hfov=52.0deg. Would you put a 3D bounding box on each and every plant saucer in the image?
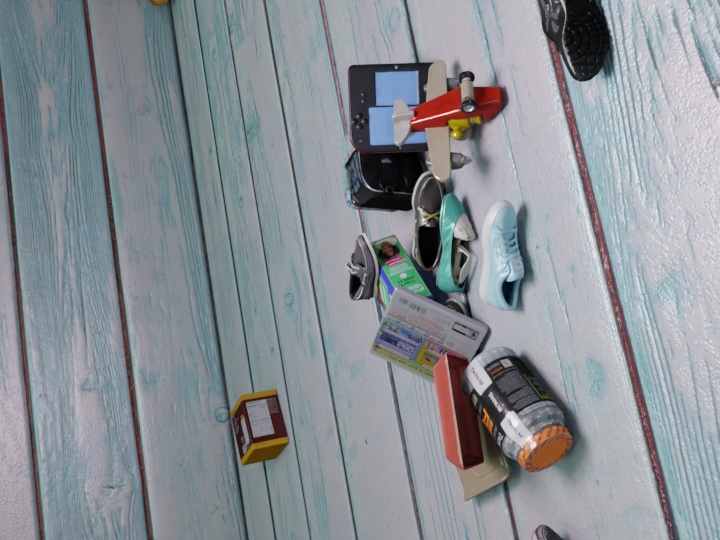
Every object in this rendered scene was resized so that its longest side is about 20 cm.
[{"bbox_3d":[0.179,0.259,1.357,0.199,0.036,0.203,27,-126,-68],"label":"plant saucer"}]

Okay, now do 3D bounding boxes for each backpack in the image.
[{"bbox_3d":[0.044,-0.229,1.600,0.150,0.176,0.202,-35,59,55],"label":"backpack"}]

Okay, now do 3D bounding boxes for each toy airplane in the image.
[{"bbox_3d":[0.157,-0.283,1.394,0.199,0.141,0.201,39,98,40],"label":"toy airplane"}]

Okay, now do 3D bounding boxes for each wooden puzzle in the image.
[{"bbox_3d":[0.232,0.342,1.485,0.185,0.037,0.202,125,138,-54],"label":"wooden puzzle"}]

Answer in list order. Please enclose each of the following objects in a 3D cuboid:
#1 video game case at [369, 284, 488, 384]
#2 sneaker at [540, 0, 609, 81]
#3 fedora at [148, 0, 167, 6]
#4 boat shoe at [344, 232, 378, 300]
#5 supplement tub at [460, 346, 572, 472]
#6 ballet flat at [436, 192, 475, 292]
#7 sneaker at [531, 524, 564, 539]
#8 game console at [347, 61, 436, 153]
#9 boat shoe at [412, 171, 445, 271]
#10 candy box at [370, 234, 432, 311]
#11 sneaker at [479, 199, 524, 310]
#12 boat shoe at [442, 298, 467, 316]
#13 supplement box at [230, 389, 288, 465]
[{"bbox_3d":[0.133,0.140,1.491,0.022,0.198,0.183,-59,-8,-54],"label":"video game case"},{"bbox_3d":[0.322,-0.375,1.136,0.088,0.075,0.203,125,139,-73],"label":"sneaker"},{"bbox_3d":[-0.964,-1.355,3.491,0.199,0.081,0.203,-3,85,34],"label":"fedora"},{"bbox_3d":[0.000,0.000,1.598,0.201,0.062,0.073,86,162,-53],"label":"boat shoe"},{"bbox_3d":[0.270,0.240,1.280,0.201,0.121,0.124,56,142,45],"label":"supplement tub"},{"bbox_3d":[0.195,-0.051,1.464,0.070,0.067,0.203,15,110,37],"label":"ballet flat"},{"bbox_3d":[0.363,0.481,1.197,0.200,0.080,0.075,36,112,48],"label":"sneaker"},{"bbox_3d":[0.075,-0.330,1.501,0.031,0.197,0.179,-112,20,-81],"label":"game console"},{"bbox_3d":[0.145,-0.099,1.513,0.061,0.071,0.204,-110,18,-63],"label":"boat shoe"},{"bbox_3d":[0.090,0.052,1.612,0.170,0.076,0.201,80,165,-47],"label":"candy box"},{"bbox_3d":[0.265,-0.023,1.312,0.082,0.073,0.202,30,130,49],"label":"sneaker"},{"bbox_3d":[0.164,0.145,1.530,0.072,0.060,0.203,39,136,26],"label":"boat shoe"},{"bbox_3d":[-0.365,0.562,2.645,0.198,0.131,0.202,-56,46,53],"label":"supplement box"}]
